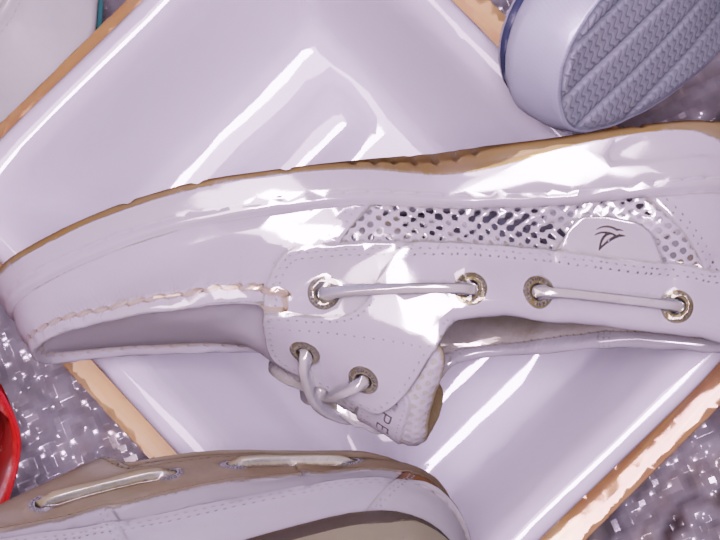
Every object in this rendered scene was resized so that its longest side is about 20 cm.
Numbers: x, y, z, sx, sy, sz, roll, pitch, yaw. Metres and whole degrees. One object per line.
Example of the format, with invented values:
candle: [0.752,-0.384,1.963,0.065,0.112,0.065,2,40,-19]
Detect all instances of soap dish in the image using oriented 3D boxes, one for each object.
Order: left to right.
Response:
soap dish: [0.000,0.000,0.795,0.157,0.081,0.200,-44,79,-1]

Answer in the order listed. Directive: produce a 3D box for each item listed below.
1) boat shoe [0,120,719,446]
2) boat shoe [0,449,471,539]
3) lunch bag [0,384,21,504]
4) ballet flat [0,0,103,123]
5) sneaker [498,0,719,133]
boat shoe: [0.006,0.010,0.715,0.199,0.071,0.070,-9,80,4]
boat shoe: [-0.069,0.090,0.716,0.198,0.068,0.075,-7,113,2]
lunch bag: [-0.176,0.066,0.750,0.175,0.082,0.201,-11,107,-18]
ballet flat: [-0.114,-0.131,0.831,0.069,0.069,0.202,2,82,7]
sneaker: [0.085,-0.114,0.785,0.070,0.073,0.200,23,51,25]
